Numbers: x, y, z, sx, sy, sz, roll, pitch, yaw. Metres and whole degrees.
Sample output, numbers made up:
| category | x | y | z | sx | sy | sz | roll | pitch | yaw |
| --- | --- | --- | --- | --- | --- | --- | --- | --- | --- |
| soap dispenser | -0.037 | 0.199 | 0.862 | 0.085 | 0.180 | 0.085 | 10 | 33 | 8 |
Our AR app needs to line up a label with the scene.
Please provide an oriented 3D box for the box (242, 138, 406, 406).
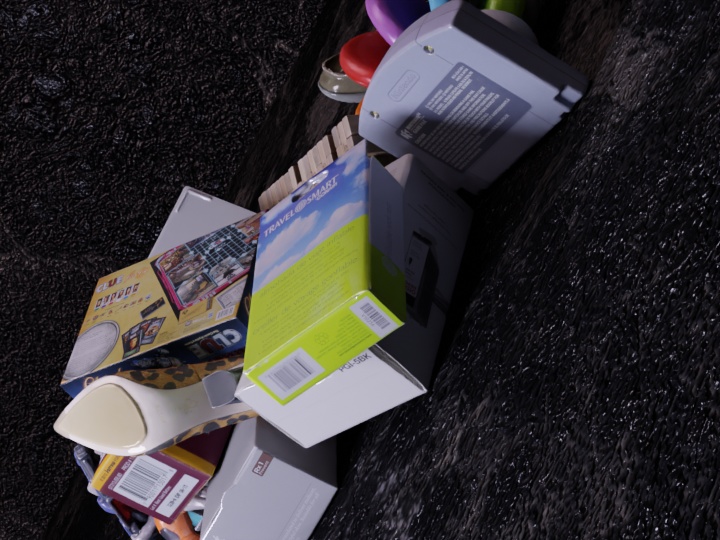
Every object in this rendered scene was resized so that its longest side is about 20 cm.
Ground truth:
| category | x | y | z | sx | sy | sz | roll | pitch | yaw |
| --- | --- | --- | --- | --- | --- | --- | --- | --- | --- |
| box | -0.026 | -0.002 | 1.311 | 0.122 | 0.048 | 0.200 | -35 | 28 | 23 |

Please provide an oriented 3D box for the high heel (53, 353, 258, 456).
| category | x | y | z | sx | sy | sz | roll | pitch | yaw |
| --- | --- | --- | --- | --- | --- | --- | --- | --- | --- |
| high heel | -0.147 | 0.111 | 1.474 | 0.200 | 0.072 | 0.142 | -14 | -4 | 27 |

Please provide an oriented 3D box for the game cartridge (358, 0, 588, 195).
| category | x | y | z | sx | sy | sz | roll | pitch | yaw |
| --- | --- | --- | --- | --- | --- | --- | --- | --- | --- |
| game cartridge | 0.077 | -0.133 | 1.355 | 0.042 | 0.133 | 0.200 | -60 | 8 | -27 |

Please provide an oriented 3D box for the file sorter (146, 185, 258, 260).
| category | x | y | z | sx | sy | sz | roll | pitch | yaw |
| --- | --- | --- | --- | --- | --- | --- | --- | --- | --- |
| file sorter | -0.157 | 0.045 | 1.799 | 0.125 | 0.138 | 0.200 | 98 | -165 | -66 |

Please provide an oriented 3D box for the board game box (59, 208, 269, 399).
| category | x | y | z | sx | sy | sz | roll | pitch | yaw |
| --- | --- | --- | --- | --- | --- | --- | --- | --- | --- |
| board game box | -0.163 | 0.033 | 1.533 | 0.200 | 0.035 | 0.136 | -21 | 37 | 30 |

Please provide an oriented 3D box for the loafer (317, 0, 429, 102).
| category | x | y | z | sx | sy | sz | roll | pitch | yaw |
| --- | --- | --- | --- | --- | --- | --- | --- | --- | --- |
| loafer | 0.046 | -0.224 | 1.635 | 0.200 | 0.070 | 0.075 | -28 | 36 | -10 |

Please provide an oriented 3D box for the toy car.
| category | x | y | z | sx | sy | sz | roll | pitch | yaw |
| --- | --- | --- | --- | --- | --- | --- | --- | --- | --- |
| toy car | 0.063 | -0.189 | 1.515 | 0.200 | 0.150 | 0.175 | -57 | 11 | 30 |

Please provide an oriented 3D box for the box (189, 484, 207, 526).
| category | x | y | z | sx | sy | sz | roll | pitch | yaw |
| --- | --- | --- | --- | --- | --- | --- | --- | --- | --- |
| box | -0.143 | 0.172 | 1.848 | 0.200 | 0.082 | 0.049 | -67 | 9 | -24 |

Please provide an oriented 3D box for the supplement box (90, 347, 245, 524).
| category | x | y | z | sx | sy | sz | roll | pitch | yaw |
| --- | --- | --- | --- | --- | --- | --- | --- | --- | --- |
| supplement box | -0.158 | 0.112 | 1.583 | 0.110 | 0.086 | 0.200 | -50 | 16 | 49 |

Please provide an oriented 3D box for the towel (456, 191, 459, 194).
| category | x | y | z | sx | sy | sz | roll | pitch | yaw |
| --- | --- | --- | --- | --- | --- | --- | --- | --- | --- |
| towel | 0.000 | 0.000 | 1.550 | 0.200 | 0.022 | 0.145 | -22 | 36 | 41 |

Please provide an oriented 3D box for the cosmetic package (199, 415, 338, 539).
| category | x | y | z | sx | sy | sz | roll | pitch | yaw |
| --- | --- | --- | --- | --- | --- | --- | --- | --- | --- |
| cosmetic package | -0.077 | 0.168 | 1.522 | 0.107 | 0.090 | 0.200 | -59 | 14 | 18 |

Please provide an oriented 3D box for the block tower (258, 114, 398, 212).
| category | x | y | z | sx | sy | sz | roll | pitch | yaw |
| --- | --- | --- | --- | --- | --- | --- | --- | --- | --- |
| block tower | -0.027 | -0.073 | 1.523 | 0.200 | 0.058 | 0.054 | -39 | 61 | 58 |

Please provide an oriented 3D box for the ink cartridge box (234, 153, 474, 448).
| category | x | y | z | sx | sy | sz | roll | pitch | yaw |
| --- | --- | --- | --- | --- | --- | --- | --- | --- | --- |
| ink cartridge box | -0.002 | 0.025 | 1.395 | 0.147 | 0.083 | 0.200 | -28 | 32 | 40 |

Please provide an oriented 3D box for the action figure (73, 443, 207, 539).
| category | x | y | z | sx | sy | sz | roll | pitch | yaw |
| --- | --- | --- | --- | --- | --- | --- | --- | --- | --- |
| action figure | -0.190 | 0.228 | 1.723 | 0.105 | 0.193 | 0.200 | -42 | -34 | -15 |
